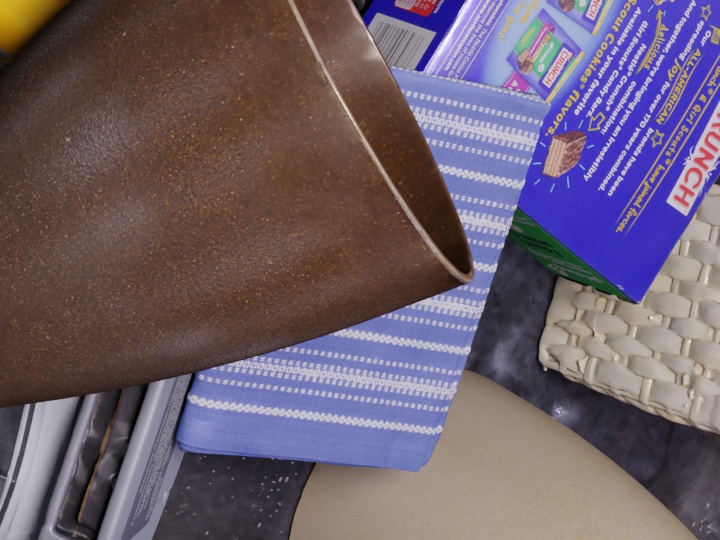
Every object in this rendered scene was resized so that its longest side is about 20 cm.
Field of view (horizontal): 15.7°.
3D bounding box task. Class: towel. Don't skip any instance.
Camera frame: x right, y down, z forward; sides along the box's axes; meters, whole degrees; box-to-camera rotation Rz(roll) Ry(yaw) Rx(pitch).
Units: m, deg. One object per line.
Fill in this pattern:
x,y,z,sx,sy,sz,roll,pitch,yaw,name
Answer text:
0.000,0.000,1.214,0.144,0.024,0.201,8,109,-34,towel

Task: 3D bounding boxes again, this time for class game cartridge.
-0.096,0.053,1.195,0.041,0.133,0.201,19,99,2,game cartridge

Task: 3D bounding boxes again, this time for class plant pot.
-0.085,-0.033,1.038,0.199,0.187,0.187,-28,126,9,plant pot
0.095,0.166,1.345,0.186,0.199,0.189,-13,111,-38,plant pot

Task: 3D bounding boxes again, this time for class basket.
0.208,0.023,1.407,0.123,0.199,0.137,15,92,-37,basket

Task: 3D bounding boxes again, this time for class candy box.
0.104,-0.105,1.295,0.200,0.077,0.170,36,83,-37,candy box

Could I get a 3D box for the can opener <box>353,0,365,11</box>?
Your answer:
-0.071,-0.167,1.217,0.200,0.052,0.067,41,41,-42,can opener

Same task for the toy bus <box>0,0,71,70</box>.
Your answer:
-0.128,-0.099,1.134,0.065,0.078,0.200,-60,147,-11,toy bus

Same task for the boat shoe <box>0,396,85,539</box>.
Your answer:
-0.159,0.066,1.185,0.072,0.070,0.201,-59,167,-63,boat shoe
